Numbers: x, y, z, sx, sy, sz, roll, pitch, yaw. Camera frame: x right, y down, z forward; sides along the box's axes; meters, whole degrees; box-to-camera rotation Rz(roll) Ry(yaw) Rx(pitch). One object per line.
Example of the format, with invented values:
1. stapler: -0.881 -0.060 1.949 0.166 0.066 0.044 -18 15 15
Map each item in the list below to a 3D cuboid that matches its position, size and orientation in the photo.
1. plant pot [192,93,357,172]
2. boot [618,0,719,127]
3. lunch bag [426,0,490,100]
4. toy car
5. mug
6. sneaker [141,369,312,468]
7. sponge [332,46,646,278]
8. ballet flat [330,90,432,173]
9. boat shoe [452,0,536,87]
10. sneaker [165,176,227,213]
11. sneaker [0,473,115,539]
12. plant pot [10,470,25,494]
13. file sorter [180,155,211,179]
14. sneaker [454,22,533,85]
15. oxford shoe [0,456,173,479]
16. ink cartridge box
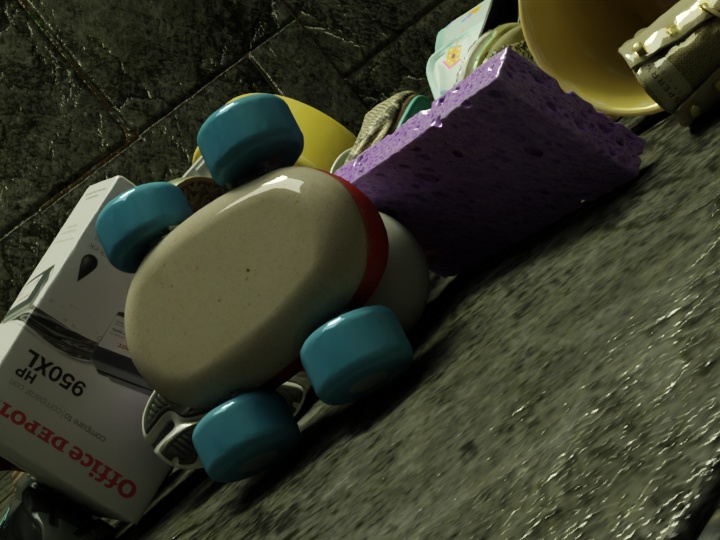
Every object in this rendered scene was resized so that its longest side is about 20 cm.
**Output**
1. plant pot: -0.099 -0.042 1.512 0.201 0.201 0.189 -29 27 58
2. boot: 0.226 -0.149 0.855 0.155 0.073 0.200 -38 5 7
3. lunch bag: 0.157 -0.197 1.408 0.170 0.122 0.200 -31 21 25
4. toy car: -0.030 0.017 0.953 0.177 0.185 0.200 -37 -23 23
5. mug: 0.196 -0.193 1.060 0.186 0.150 0.153 -26 5 38
6. sneaker: -0.062 0.075 1.038 0.200 0.081 0.083 -35 -14 -29
7. sponge: 0.071 -0.060 0.948 0.200 0.111 0.030 -31 37 52
8. ballet flat: 0.004 -0.060 1.109 0.075 0.068 0.200 -18 31 30
9. boat shoe: 0.112 -0.162 1.292 0.070 0.066 0.200 14 79 55
10. sneaker: -0.075 -0.028 1.180 0.090 0.200 0.067 6 78 61
11. sneaker: -0.231 0.203 1.110 0.079 0.075 0.200 -62 11 -9
12. plant pot: -0.243 0.139 1.336 0.201 0.093 0.201 -45 2 2
13. file sorter: -0.151 0.029 1.233 0.124 0.139 0.200 -36 14 41
14. sneaker: 0.109 -0.102 1.123 0.077 0.088 0.200 71 -142 -52
15. oxford shoe: -0.234 0.122 1.130 0.075 0.200 0.071 3 80 57
16. ink cartridge box: -0.175 0.057 1.064 0.200 0.144 0.084 -60 19 -16
